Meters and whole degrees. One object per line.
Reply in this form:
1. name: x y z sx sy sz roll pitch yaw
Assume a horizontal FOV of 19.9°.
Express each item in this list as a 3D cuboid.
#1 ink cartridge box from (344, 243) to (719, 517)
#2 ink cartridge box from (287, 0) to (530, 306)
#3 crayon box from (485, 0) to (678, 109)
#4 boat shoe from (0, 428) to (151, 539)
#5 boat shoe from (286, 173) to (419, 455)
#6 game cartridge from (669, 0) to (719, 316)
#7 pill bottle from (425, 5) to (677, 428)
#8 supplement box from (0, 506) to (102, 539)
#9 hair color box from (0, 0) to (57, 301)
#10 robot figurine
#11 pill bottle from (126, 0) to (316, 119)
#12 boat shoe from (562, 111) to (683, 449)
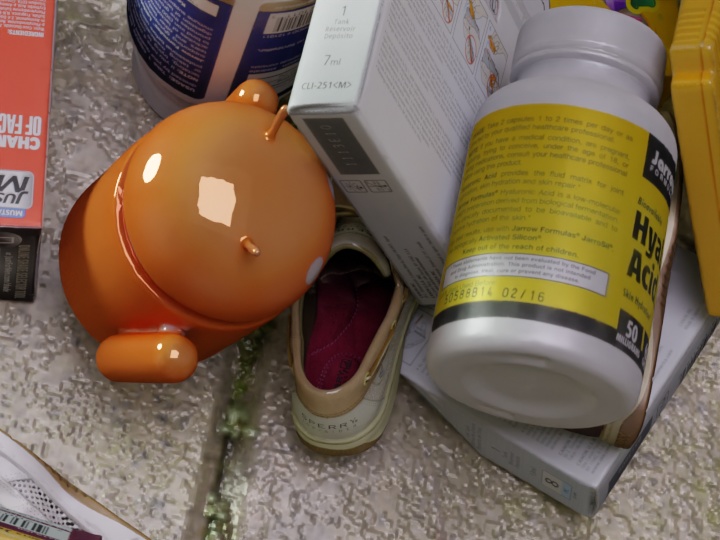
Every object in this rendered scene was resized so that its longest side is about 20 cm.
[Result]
1. ink cartridge box: 0.091 0.025 1.183 0.199 0.047 0.160 29 66 18
2. ink cartridge box: 0.035 -0.103 1.085 0.043 0.200 0.175 0 61 24
3. crayon box: 0.096 -0.196 1.249 0.171 0.058 0.202 -4 71 -14
4. boat shoe: -0.185 0.131 1.056 0.199 0.071 0.070 34 66 0
5. boat shoe: 0.000 0.000 1.135 0.073 0.067 0.201 1 60 7
6. game cartridge: 0.211 -0.104 1.152 0.032 0.177 0.201 -1 41 19
7. pill bottle: 0.104 -0.030 1.058 0.110 0.111 0.201 15 67 -6
8. supplement box: -0.211 0.208 0.972 0.130 0.103 0.201 19 87 -6
9. hair color box: -0.199 -0.097 1.119 0.063 0.111 0.202 3 68 -10
10. robot figurine: -0.085 -0.015 1.061 0.143 0.200 0.117 -31 90 -31
11. pill bottle: -0.068 -0.157 1.122 0.115 0.200 0.117 5 68 -12
12. boat shoe: 0.134 -0.002 1.132 0.071 0.072 0.201 10 68 5
